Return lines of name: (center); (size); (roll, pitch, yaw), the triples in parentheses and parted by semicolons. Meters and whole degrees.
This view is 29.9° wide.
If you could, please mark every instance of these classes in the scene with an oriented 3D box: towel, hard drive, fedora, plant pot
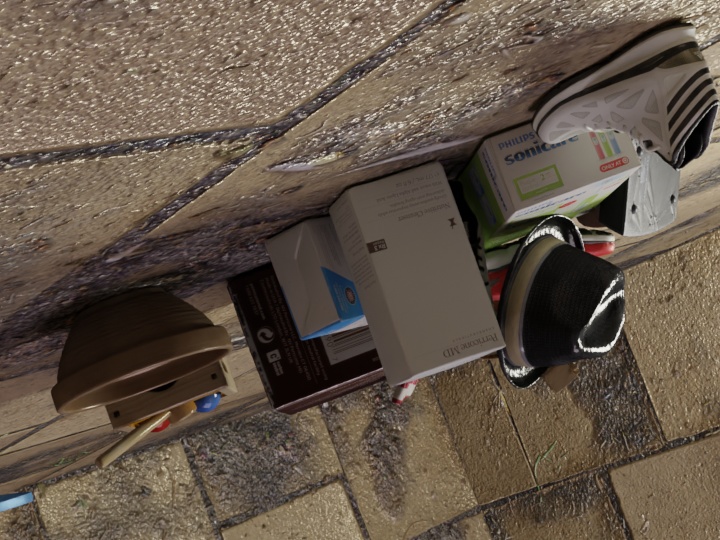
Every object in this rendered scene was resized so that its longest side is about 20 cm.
towel: (0.085, 0.071, 1.705); (0.023, 0.201, 0.144); (20, 180, 6)
hard drive: (0.328, -0.111, 1.573); (0.042, 0.135, 0.200); (9, -169, 29)
fedora: (0.221, 0.038, 1.417); (0.091, 0.201, 0.200); (10, -170, 30)
plant pot: (-0.245, 0.077, 1.453); (0.200, 0.093, 0.201); (-20, 173, -3)

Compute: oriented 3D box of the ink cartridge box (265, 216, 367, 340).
ink cartridge box: (0.000, 0.000, 1.484); (0.068, 0.116, 0.200); (-26, 170, 37)

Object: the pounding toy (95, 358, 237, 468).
pounding toy: (-0.265, 0.161, 1.771); (0.184, 0.143, 0.200); (-21, 172, -3)

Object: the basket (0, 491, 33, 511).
basket: (-0.704, 0.425, 2.393); (0.200, 0.140, 0.176); (-15, 176, 35)

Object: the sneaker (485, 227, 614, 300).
sneaker: (0.197, 0.004, 1.547); (0.199, 0.085, 0.077); (-16, -175, 6)

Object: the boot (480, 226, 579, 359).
boot: (0.206, 0.028, 1.645); (0.175, 0.066, 0.200); (-18, -155, 10)

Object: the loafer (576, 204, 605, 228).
loafer: (0.332, -0.113, 1.702); (0.071, 0.073, 0.200); (-15, -167, 47)

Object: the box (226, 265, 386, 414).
box: (-0.050, 0.073, 1.659); (0.164, 0.166, 0.200); (-21, 172, -1)

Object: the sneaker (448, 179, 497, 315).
sneaker: (0.102, -0.007, 1.443); (0.074, 0.201, 0.080); (-10, 159, -34)

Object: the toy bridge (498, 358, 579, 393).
toy bridge: (0.214, 0.096, 1.571); (0.067, 0.027, 0.200); (-39, -167, -6)

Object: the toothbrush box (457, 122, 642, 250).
toothbrush box: (0.193, -0.099, 1.442); (0.145, 0.086, 0.200); (-20, 170, -10)

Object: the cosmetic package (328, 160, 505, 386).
cosmetic package: (0.056, 0.006, 1.366); (0.113, 0.201, 0.081); (-19, 172, -19)

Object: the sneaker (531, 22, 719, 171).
sneaker: (0.243, -0.133, 1.239); (0.075, 0.116, 0.200); (-15, 170, -39)
